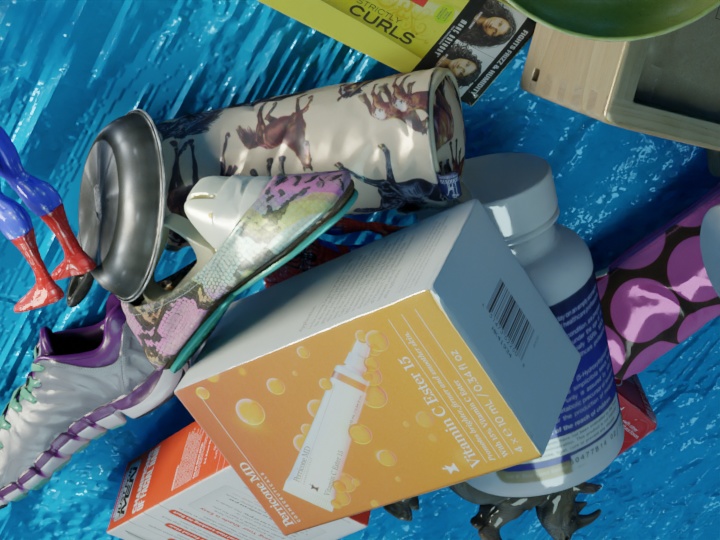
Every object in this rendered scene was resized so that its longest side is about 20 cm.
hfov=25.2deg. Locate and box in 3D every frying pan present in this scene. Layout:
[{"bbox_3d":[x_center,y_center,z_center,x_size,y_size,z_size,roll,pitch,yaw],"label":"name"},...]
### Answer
[{"bbox_3d":[-0.161,-0.037,0.993,0.031,0.116,0.190,3,176,-28],"label":"frying pan"}]

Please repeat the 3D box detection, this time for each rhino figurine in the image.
[{"bbox_3d":[0.111,0.163,1.224,0.199,0.060,0.088,20,99,-29],"label":"rhino figurine"}]

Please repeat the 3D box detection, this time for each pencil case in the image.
[{"bbox_3d":[0.234,-0.007,1.148,0.200,0.091,0.094,-38,106,15],"label":"pencil case"},{"bbox_3d":[-0.033,-0.063,0.968,0.198,0.078,0.090,-8,105,15],"label":"pencil case"}]

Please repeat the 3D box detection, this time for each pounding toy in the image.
[{"bbox_3d":[0.207,-0.146,0.967,0.198,0.142,0.186,10,103,-27],"label":"pounding toy"}]

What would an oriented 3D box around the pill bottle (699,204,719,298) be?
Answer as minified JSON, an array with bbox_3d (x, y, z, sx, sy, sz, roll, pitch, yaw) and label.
[{"bbox_3d":[0.324,-0.035,1.043,0.198,0.105,0.105,-18,137,-17],"label":"pill bottle"}]

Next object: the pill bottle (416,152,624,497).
[{"bbox_3d":[0.099,0.033,1.048,0.119,0.120,0.202,-15,112,-4],"label":"pill bottle"}]

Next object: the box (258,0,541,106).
[{"bbox_3d":[0.008,-0.170,0.934,0.199,0.050,0.075,23,123,-34],"label":"box"}]

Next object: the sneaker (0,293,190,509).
[{"bbox_3d":[-0.217,0.085,1.103,0.199,0.075,0.088,-34,115,6],"label":"sneaker"}]

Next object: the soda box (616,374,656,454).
[{"bbox_3d":[0.140,0.075,1.206,0.070,0.064,0.200,-38,132,18],"label":"soda box"}]

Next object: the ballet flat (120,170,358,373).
[{"bbox_3d":[-0.083,-0.011,0.932,0.071,0.069,0.200,45,132,-5],"label":"ballet flat"}]

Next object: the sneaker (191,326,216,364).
[{"bbox_3d":[-0.015,0.075,1.143,0.115,0.075,0.199,-39,129,23],"label":"sneaker"}]

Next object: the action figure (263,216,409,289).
[{"bbox_3d":[0.000,0.000,1.066,0.199,0.051,0.066,11,85,-38],"label":"action figure"}]

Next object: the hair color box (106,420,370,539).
[{"bbox_3d":[-0.085,0.157,1.137,0.110,0.064,0.200,28,145,-23],"label":"hair color box"}]

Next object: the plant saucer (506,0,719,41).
[{"bbox_3d":[0.131,-0.219,0.820,0.198,0.031,0.202,-4,105,-13],"label":"plant saucer"}]

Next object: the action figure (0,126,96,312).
[{"bbox_3d":[-0.240,-0.071,0.916,0.098,0.065,0.201,-13,110,27],"label":"action figure"}]

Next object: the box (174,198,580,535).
[{"bbox_3d":[0.010,0.062,0.966,0.199,0.098,0.125,-23,112,34],"label":"box"}]
